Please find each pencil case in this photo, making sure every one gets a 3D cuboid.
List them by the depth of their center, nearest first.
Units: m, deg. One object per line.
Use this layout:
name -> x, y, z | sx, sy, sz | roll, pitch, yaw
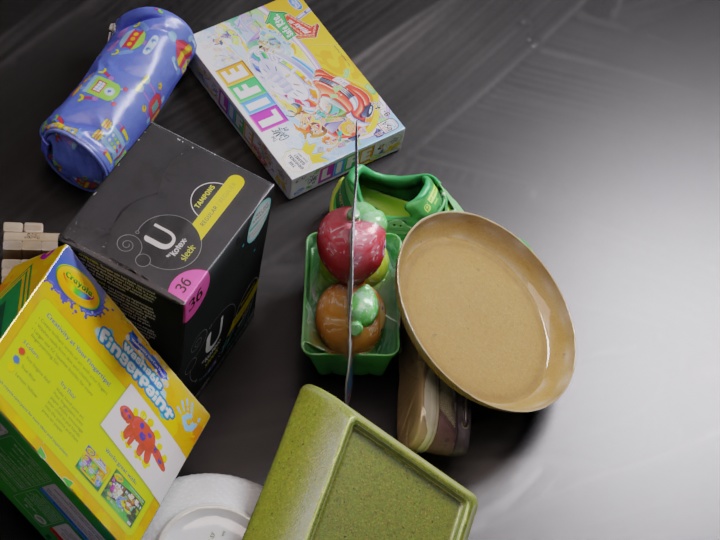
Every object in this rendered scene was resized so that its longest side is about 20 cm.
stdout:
pencil case -> -0.234, -0.169, 1.843 | 0.087, 0.078, 0.200 | 24, 56, 7

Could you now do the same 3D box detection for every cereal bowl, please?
cereal bowl -> -0.123, 0.250, 1.574 | 0.200, 0.083, 0.200 | 4, 55, -6

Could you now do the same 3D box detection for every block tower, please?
block tower -> -0.293, 0.053, 1.697 | 0.054, 0.058, 0.200 | 1, 57, -8

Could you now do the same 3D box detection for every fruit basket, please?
fruit basket -> 0.000, 0.000, 1.692 | 0.094, 0.200, 0.186 | 5, 55, -5

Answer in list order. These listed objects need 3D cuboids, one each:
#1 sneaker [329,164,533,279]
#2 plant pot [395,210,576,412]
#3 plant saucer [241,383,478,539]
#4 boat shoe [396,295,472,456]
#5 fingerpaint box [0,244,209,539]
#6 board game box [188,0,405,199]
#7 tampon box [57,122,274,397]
sneaker -> 0.066, -0.040, 1.800 | 0.200, 0.084, 0.074 | 20, 55, 4
plant pot -> 0.107, 0.040, 1.716 | 0.200, 0.027, 0.200 | 21, 50, -28
plant saucer -> 0.011, 0.216, 1.583 | 0.200, 0.048, 0.200 | 36, 52, -20
boat shoe -> 0.075, 0.083, 1.732 | 0.065, 0.072, 0.200 | 22, 47, -17
fingerpaint box -> -0.234, 0.111, 1.550 | 0.200, 0.073, 0.167 | 52, 40, -24
board game box -> -0.067, -0.175, 1.901 | 0.134, 0.034, 0.200 | -26, 64, -24
tampon box -> -0.170, 0.005, 1.661 | 0.126, 0.200, 0.150 | 27, 57, 10
